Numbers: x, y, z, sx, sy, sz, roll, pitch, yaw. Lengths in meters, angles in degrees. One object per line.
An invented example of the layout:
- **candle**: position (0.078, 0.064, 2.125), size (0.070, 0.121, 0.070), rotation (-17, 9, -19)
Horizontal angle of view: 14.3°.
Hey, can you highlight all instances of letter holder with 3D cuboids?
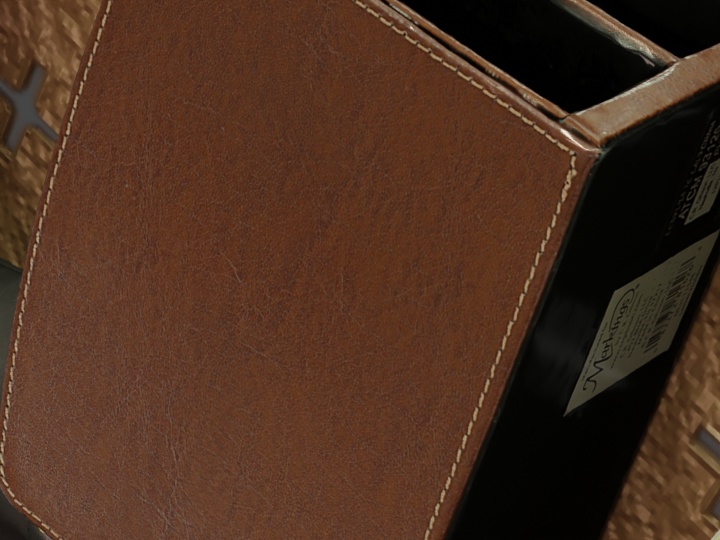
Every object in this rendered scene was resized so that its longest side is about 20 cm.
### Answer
- **letter holder**: position (0.000, 0.000, 0.726), size (0.142, 0.100, 0.200), rotation (35, 127, 22)

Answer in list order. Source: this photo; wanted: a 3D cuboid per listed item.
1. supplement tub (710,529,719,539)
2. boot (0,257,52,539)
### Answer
- **supplement tub**: position (0.153, 0.075, 0.595), size (0.145, 0.145, 0.200), rotation (48, 132, 16)
- **boot**: position (-0.101, 0.086, 0.873), size (0.150, 0.073, 0.201), rotation (23, 117, 32)
